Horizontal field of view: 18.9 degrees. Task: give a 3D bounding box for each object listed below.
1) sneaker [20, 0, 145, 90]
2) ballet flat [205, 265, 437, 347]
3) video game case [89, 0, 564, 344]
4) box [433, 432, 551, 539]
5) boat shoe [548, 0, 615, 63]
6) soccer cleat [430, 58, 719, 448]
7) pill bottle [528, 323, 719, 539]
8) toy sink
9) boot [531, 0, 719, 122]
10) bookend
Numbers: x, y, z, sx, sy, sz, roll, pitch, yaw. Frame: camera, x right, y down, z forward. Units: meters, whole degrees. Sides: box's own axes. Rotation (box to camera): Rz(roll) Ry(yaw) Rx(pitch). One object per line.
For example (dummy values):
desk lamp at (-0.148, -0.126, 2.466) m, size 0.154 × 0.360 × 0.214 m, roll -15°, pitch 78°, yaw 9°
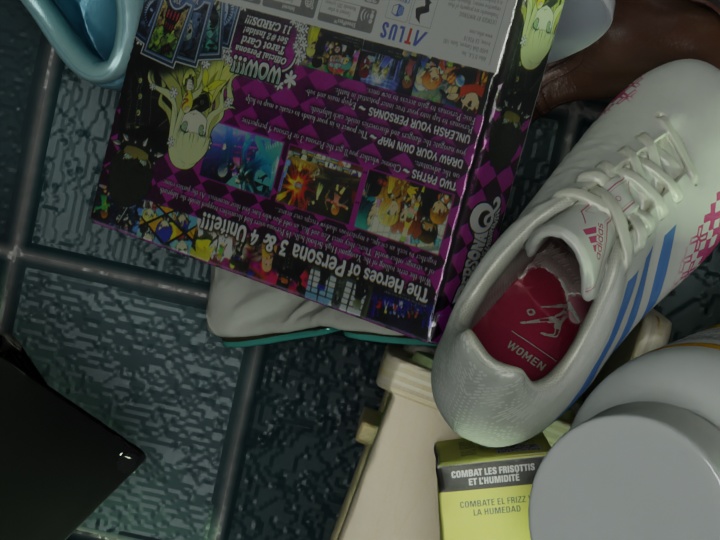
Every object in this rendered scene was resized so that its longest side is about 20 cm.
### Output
sneaker at (-0.142, -0.174, 0.986) m, size 0.074 × 0.082 × 0.200 m, roll -31°, pitch 92°, yaw 18°
ballet flat at (0.000, 0.000, 0.956) m, size 0.200 × 0.069 × 0.070 m, roll -2°, pitch 94°, yaw 45°
video game case at (-0.016, -0.081, 0.918) m, size 0.200 × 0.036 × 0.182 m, roll 18°, pitch 95°, yaw 36°
box at (0.062, 0.170, 0.884) m, size 0.050 × 0.075 × 0.201 m, roll -5°, pitch 92°, yaw 1°
boat shoe at (0.023, -0.129, 0.973) m, size 0.200 × 0.070 × 0.066 m, roll -6°, pitch 57°, yaw 34°
soccer cleat at (0.099, -0.015, 0.854) m, size 0.070 × 0.086 × 0.200 m, roll 32°, pitch 69°, yaw 12°
pill bottle at (0.148, 0.079, 0.857) m, size 0.113 × 0.200 × 0.113 m, roll 5°, pitch 100°, yaw 31°
toy sink at (0.049, 0.093, 0.981) m, size 0.112 × 0.130 × 0.200 m, roll 21°, pitch 94°, yaw 0°
boot at (0.076, -0.062, 0.975) m, size 0.200 × 0.064 × 0.187 m, roll -32°, pitch 50°, yaw -1°
bookend at (-0.226, 0.020, 0.987) m, size 0.092 × 0.199 × 0.200 m, roll -45°, pitch 136°, yaw 3°
